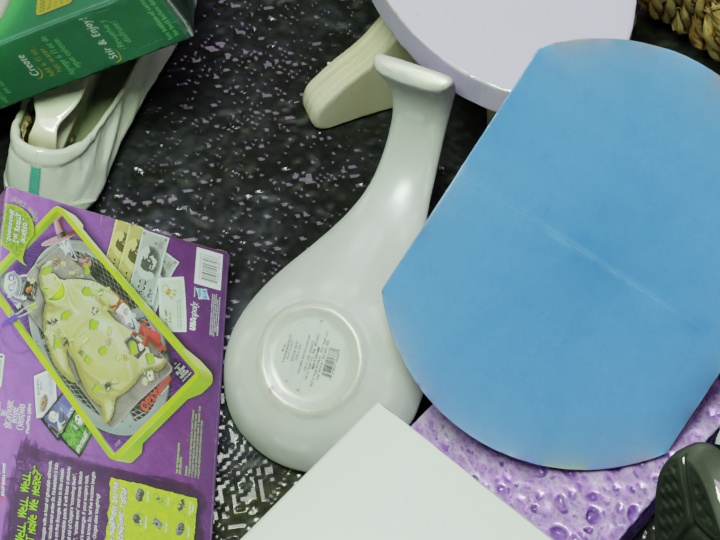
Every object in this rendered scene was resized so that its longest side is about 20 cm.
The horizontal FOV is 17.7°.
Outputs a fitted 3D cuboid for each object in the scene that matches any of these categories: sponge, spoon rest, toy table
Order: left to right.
[{"bbox_3d":[0.000,0.000,1.104,0.099,0.061,0.200,21,92,15],"label":"spoon rest"},{"bbox_3d":[0.060,-0.133,1.176,0.184,0.117,0.200,-8,59,-6],"label":"toy table"},{"bbox_3d":[0.100,0.076,1.103,0.112,0.030,0.200,37,65,18],"label":"sponge"}]

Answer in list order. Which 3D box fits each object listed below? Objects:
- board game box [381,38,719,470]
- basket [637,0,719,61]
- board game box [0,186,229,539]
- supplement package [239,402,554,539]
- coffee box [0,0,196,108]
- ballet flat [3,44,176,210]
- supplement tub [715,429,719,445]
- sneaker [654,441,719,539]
[{"bbox_3d":[0.107,-0.008,1.077,0.158,0.039,0.200,32,95,-12],"label":"board game box"},{"bbox_3d":[0.236,-0.179,1.157,0.149,0.200,0.143,39,58,19],"label":"basket"},{"bbox_3d":[-0.124,0.065,1.075,0.120,0.032,0.200,20,54,-27],"label":"board game box"},{"bbox_3d":[0.009,0.170,0.945,0.120,0.200,0.121,38,64,18],"label":"supplement package"},{"bbox_3d":[-0.176,-0.138,1.155,0.200,0.044,0.123,-19,48,19],"label":"coffee box"},{"bbox_3d":[-0.134,-0.118,1.190,0.069,0.069,0.200,13,59,6],"label":"ballet flat"},{"bbox_3d":[0.256,0.043,1.062,0.145,0.145,0.200,29,62,14],"label":"supplement tub"},{"bbox_3d":[0.205,0.158,1.014,0.114,0.076,0.200,-23,85,-23],"label":"sneaker"}]
